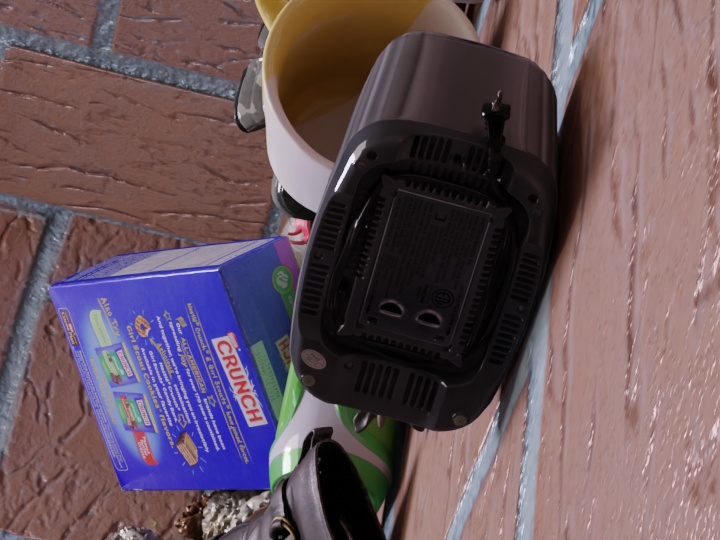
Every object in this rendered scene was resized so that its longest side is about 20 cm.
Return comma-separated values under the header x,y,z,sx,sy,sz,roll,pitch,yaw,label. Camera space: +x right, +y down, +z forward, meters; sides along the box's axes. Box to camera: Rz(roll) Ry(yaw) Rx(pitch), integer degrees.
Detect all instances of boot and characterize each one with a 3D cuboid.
x,y,z,sx,sy,sz,roll,pitch,yaw,label
-0.046,-0.115,1.762,0.131,0.068,0.200,-10,52,47,boot
-0.035,0.218,1.492,0.174,0.069,0.200,-39,64,48,boot

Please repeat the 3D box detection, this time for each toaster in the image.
x,y,z,sx,sy,sz,roll,pitch,yaw,label
0.036,-0.030,1.174,0.129,0.113,0.200,-79,3,-57,toaster

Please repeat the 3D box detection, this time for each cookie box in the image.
x,y,z,sx,sy,sz,roll,pitch,yaw,label
-0.113,0.070,1.708,0.200,0.075,0.171,-5,109,47,cookie box

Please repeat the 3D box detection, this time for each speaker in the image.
x,y,z,sx,sy,sz,roll,pitch,yaw,label
-0.007,0.066,1.598,0.088,0.088,0.200,110,172,-56,speaker

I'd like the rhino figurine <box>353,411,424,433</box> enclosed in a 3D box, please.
x,y,z,sx,sy,sz,roll,pitch,yaw,label
0.020,0.037,1.493,0.200,0.060,0.088,-86,-2,-56,rhino figurine

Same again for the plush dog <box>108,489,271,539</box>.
x,y,z,sx,sy,sz,roll,pitch,yaw,label
-0.072,0.211,1.753,0.200,0.161,0.172,-18,29,33,plush dog

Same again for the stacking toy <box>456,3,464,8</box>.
x,y,z,sx,sy,sz,roll,pitch,yaw,label
0.051,-0.200,1.813,0.085,0.085,0.200,138,152,-82,stacking toy

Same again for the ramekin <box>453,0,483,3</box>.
x,y,z,sx,sy,sz,roll,pitch,yaw,label
0.068,-0.277,1.638,0.202,0.094,0.203,-167,90,-86,ramekin

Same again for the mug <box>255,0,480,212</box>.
x,y,z,sx,sy,sz,roll,pitch,yaw,label
0.000,-0.122,1.610,0.153,0.149,0.187,115,157,-70,mug

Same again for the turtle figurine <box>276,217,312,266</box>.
x,y,z,sx,sy,sz,roll,pitch,yaw,label
-0.023,-0.013,2.006,0.150,0.101,0.200,-81,1,-49,turtle figurine
